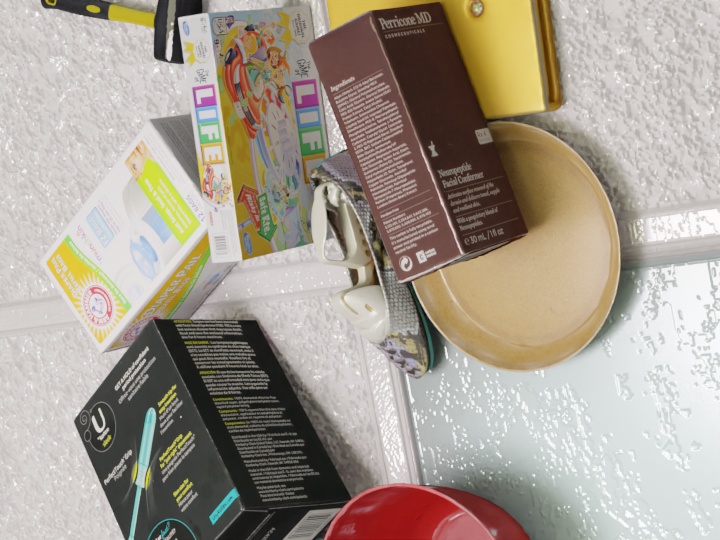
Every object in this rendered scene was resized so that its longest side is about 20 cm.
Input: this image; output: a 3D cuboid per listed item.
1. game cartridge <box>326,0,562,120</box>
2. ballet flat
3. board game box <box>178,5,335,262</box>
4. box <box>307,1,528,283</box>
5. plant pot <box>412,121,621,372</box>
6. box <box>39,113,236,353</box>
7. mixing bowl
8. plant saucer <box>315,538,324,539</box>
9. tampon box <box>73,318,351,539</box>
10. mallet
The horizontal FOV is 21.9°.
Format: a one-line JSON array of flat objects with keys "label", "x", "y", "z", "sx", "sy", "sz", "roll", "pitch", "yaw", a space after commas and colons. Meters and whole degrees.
[{"label": "game cartridge", "x": 0.061, "y": -0.204, "z": 1.485, "sx": 0.200, "sy": 0.032, "sz": 0.177, "roll": -3, "pitch": 97, "yaw": 39}, {"label": "ballet flat", "x": 0.000, "y": 0.000, "z": 1.543, "sx": 0.072, "sy": 0.072, "sz": 0.201, "roll": -18, "pitch": 88, "yaw": 37}, {"label": "board game box", "x": -0.082, "y": -0.116, "z": 1.541, "sx": 0.034, "sy": 0.134, "sz": 0.201, "roll": -3, "pitch": 98, "yaw": 37}, {"label": "box", "x": 0.046, "y": -0.101, "z": 1.436, "sx": 0.075, "sy": 0.100, "sz": 0.200, "roll": -25, "pitch": 86, "yaw": 38}, {"label": "plant pot", "x": 0.124, "y": -0.020, "z": 1.476, "sx": 0.200, "sy": 0.027, "sz": 0.201, "roll": 7, "pitch": 103, "yaw": 35}, {"label": "box", "x": -0.177, "y": -0.033, "z": 1.647, "sx": 0.200, "sy": 0.101, "sz": 0.113, "roll": -46, "pitch": 71, "yaw": 33}, {"label": "mixing bowl", "x": 0.075, "y": 0.257, "z": 1.516, "sx": 0.200, "sy": 0.108, "sz": 0.201, "roll": 8, "pitch": 104, "yaw": 34}, {"label": "plant saucer", "x": -0.023, "y": 0.332, "z": 1.655, "sx": 0.200, "sy": 0.027, "sz": 0.201, "roll": 8, "pitch": 103, "yaw": 35}, {"label": "tampon box", "x": -0.132, "y": 0.164, "z": 1.615, "sx": 0.150, "sy": 0.126, "sz": 0.200, "roll": -49, "pitch": 56, "yaw": 32}, {"label": "mallet", "x": -0.220, "y": -0.223, "z": 1.686, "sx": 0.200, "sy": 0.041, "sz": 0.066, "roll": 8, "pitch": 101, "yaw": 39}]
